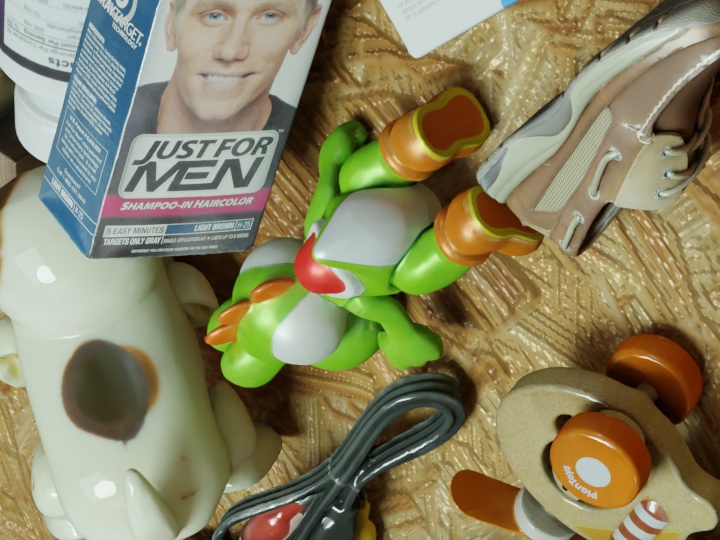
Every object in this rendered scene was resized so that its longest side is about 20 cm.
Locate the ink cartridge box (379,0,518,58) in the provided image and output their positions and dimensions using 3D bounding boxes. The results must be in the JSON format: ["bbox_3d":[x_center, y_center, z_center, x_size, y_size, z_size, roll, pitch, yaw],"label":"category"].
[{"bbox_3d":[0.039,-0.216,1.241,0.145,0.084,0.200,-26,96,51],"label":"ink cartridge box"}]

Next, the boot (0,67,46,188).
[{"bbox_3d":[-0.220,-0.145,1.574,0.155,0.077,0.201,36,143,29],"label":"boot"}]

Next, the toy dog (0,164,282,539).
[{"bbox_3d":[-0.144,0.041,1.516,0.139,0.194,0.201,-14,105,11],"label":"toy dog"}]

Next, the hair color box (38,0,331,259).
[{"bbox_3d":[-0.080,-0.105,1.384,0.061,0.100,0.201,48,130,42],"label":"hair color box"}]

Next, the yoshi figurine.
[{"bbox_3d":[0.007,-0.007,1.427,0.112,0.113,0.200,32,133,-24],"label":"yoshi figurine"}]

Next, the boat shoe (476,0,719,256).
[{"bbox_3d":[0.127,-0.066,1.267,0.072,0.076,0.200,50,149,2],"label":"boat shoe"}]

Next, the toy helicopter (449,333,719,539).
[{"bbox_3d":[0.131,0.131,1.391,0.132,0.079,0.200,-17,115,43],"label":"toy helicopter"}]

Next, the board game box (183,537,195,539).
[{"bbox_3d":[-0.060,0.214,1.613,0.103,0.019,0.200,66,165,-16],"label":"board game box"}]

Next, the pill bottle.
[{"bbox_3d":[-0.131,-0.152,1.436,0.111,0.111,0.201,31,134,28],"label":"pill bottle"}]

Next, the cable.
[{"bbox_3d":[-0.015,0.109,1.527,0.097,0.050,0.200,16,131,-13],"label":"cable"}]
